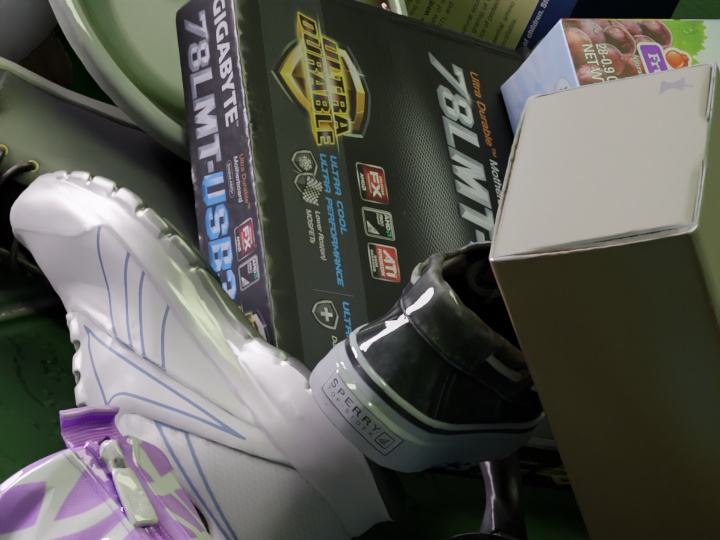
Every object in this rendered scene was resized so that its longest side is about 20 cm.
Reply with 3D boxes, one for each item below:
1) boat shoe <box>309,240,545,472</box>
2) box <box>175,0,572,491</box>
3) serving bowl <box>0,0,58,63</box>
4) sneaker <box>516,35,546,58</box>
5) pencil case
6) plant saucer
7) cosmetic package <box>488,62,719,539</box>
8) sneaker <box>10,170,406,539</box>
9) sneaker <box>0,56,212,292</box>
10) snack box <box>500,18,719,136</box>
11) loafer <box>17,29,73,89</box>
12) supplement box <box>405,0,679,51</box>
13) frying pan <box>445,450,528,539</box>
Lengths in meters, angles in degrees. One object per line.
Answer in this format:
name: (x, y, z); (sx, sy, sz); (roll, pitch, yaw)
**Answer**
boat shoe: (0.047, 0.027, 0.840); (0.072, 0.071, 0.200); (49, 16, 5)
box: (0.023, -0.013, 0.975); (0.198, 0.050, 0.200); (12, 59, -36)
serving bowl: (-0.207, -0.174, 1.006); (0.200, 0.200, 0.066); (20, -12, -15)
sneaker: (0.084, -0.069, 1.149); (0.060, 0.104, 0.200); (19, 10, -27)
pencil case: (-0.043, 0.129, 0.699); (0.084, 0.086, 0.200); (-4, 39, -46)
plant saucer: (-0.068, -0.119, 1.026); (0.200, 0.050, 0.200); (21, 53, -31)
cosmetic package: (0.111, 0.040, 0.812); (0.071, 0.200, 0.105); (-9, 33, 20)
sneaker: (-0.073, 0.039, 0.839); (0.200, 0.087, 0.075); (45, -5, 31)
sneaker: (-0.136, -0.030, 0.936); (0.200, 0.075, 0.106); (10, 30, -35)
snack box: (0.178, -0.024, 1.005); (0.200, 0.068, 0.169); (-3, 67, -28)
loafer: (-0.223, -0.135, 1.072); (0.200, 0.067, 0.076); (38, -6, -9)
supplement box: (0.065, -0.184, 1.289); (0.200, 0.200, 0.134); (36, 25, 23)
frying pan: (0.047, 0.116, 0.846); (0.115, 0.031, 0.190); (5, 42, -45)
